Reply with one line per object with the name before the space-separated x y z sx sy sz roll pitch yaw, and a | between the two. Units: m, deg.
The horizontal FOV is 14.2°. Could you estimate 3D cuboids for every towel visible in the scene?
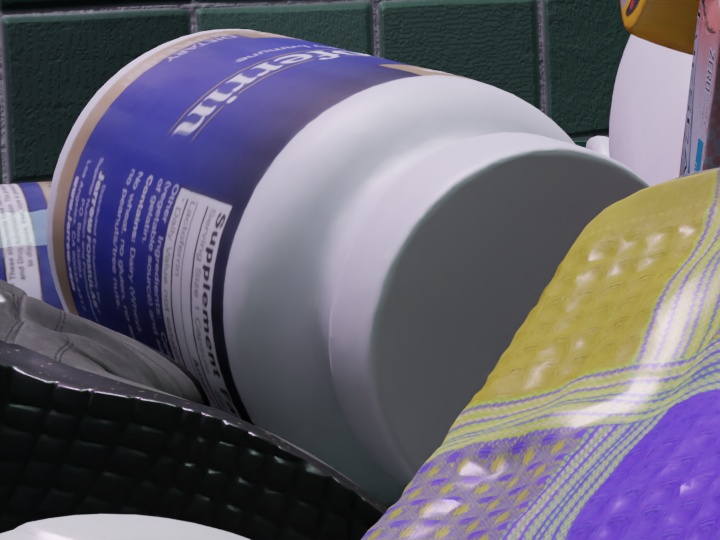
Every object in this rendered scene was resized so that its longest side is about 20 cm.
towel | 0.054 0.029 0.535 0.143 0.023 0.200 -18 22 44

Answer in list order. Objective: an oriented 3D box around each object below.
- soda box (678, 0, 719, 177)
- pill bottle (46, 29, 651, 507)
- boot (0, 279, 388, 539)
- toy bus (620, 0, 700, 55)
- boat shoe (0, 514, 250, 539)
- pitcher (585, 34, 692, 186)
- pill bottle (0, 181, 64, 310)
soda box | 0.183 -0.029 0.743 0.199 0.069 0.064 6 20 3
pill bottle | 0.000 0.000 0.788 0.115 0.116 0.200 -5 12 -27
boot | -0.054 0.043 0.701 0.200 0.068 0.131 26 12 7
toy bus | 0.176 -0.080 0.811 0.199 0.065 0.078 15 36 -10
boat shoe | -0.092 0.098 0.565 0.200 0.070 0.072 -4 23 -21
pitcher | 0.107 -0.025 0.893 0.171 0.121 0.200 -6 34 26
pill bottle | -0.192 0.027 1.063 0.199 0.111 0.111 -4 5 -14
